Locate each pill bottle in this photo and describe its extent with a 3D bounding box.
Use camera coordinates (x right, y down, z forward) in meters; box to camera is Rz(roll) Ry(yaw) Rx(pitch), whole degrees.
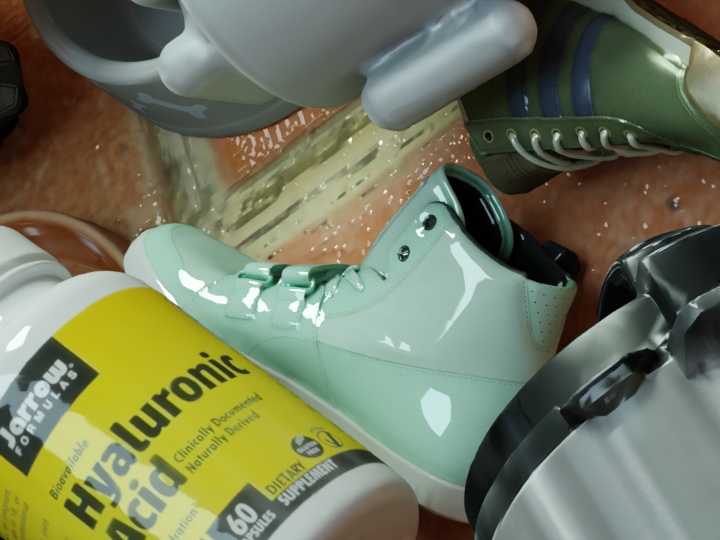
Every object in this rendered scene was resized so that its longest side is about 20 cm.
[{"bbox_3d":[-0.085,0.070,1.110,0.200,0.111,0.111,35,104,23],"label":"pill bottle"}]

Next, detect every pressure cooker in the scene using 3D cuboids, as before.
[{"bbox_3d":[0.131,0.086,0.952,0.176,0.178,0.200,-49,54,26],"label":"pressure cooker"}]

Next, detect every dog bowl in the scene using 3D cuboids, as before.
[{"bbox_3d":[-0.070,-0.159,1.259,0.200,0.059,0.200,-11,73,38],"label":"dog bowl"}]

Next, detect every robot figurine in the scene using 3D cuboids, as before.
[{"bbox_3d":[0.004,-0.137,1.082,0.200,0.113,0.170,-33,75,29],"label":"robot figurine"}]

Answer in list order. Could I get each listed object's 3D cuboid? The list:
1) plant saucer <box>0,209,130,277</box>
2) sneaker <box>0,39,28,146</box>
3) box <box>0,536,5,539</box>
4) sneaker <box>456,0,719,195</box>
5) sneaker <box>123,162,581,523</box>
[{"bbox_3d":[-0.145,0.074,1.290,0.200,0.032,0.201,-10,75,40],"label":"plant saucer"},{"bbox_3d":[-0.212,-0.072,1.356,0.200,0.098,0.071,-17,81,62],"label":"sneaker"},{"bbox_3d":[-0.093,0.149,1.116,0.143,0.200,0.036,42,107,37],"label":"box"},{"bbox_3d":[0.084,-0.062,1.099,0.200,0.067,0.090,40,104,46],"label":"sneaker"},{"bbox_3d":[0.000,0.000,1.150,0.200,0.074,0.118,31,108,31],"label":"sneaker"}]
